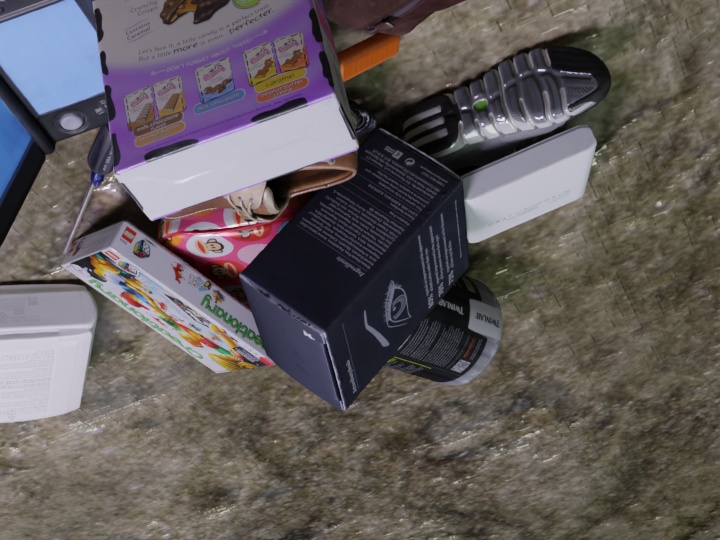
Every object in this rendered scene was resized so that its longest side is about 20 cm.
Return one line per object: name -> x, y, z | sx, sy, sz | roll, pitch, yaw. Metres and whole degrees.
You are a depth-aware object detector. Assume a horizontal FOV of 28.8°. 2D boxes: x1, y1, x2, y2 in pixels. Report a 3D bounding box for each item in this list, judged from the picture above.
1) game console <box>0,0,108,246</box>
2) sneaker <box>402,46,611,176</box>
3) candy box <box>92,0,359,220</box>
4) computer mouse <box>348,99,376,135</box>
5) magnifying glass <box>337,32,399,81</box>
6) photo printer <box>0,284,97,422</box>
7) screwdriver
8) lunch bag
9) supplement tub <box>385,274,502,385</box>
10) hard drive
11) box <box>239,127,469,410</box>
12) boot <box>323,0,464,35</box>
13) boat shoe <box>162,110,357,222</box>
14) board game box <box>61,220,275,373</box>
game console -> -0.265, -0.128, 1.111 | 0.174, 0.117, 0.200 | -18, 149, 7
sneaker -> 0.146, -0.139, 1.309 | 0.198, 0.076, 0.115 | -16, 156, 20
candy box -> -0.105, -0.160, 1.041 | 0.166, 0.202, 0.072 | -18, 148, 8
computer mouse -> -0.075, -0.156, 1.210 | 0.137, 0.053, 0.200 | -18, 159, 10
magnifying glass -> -0.037, -0.156, 1.145 | 0.199, 0.022, 0.080 | -31, 140, -40
photo printer -> -0.365, 0.093, 1.466 | 0.165, 0.070, 0.201 | -3, 147, -18
screwdriver -> -0.247, -0.073, 1.294 | 0.029, 0.028, 0.200 | -29, 163, -35
lunch bag -> -0.119, -0.015, 1.373 | 0.174, 0.083, 0.201 | -6, 150, 5
supplement tub -> 0.049, 0.045, 1.501 | 0.122, 0.123, 0.199 | -35, 143, 31
hard drive -> 0.159, -0.080, 1.362 | 0.131, 0.026, 0.200 | -23, 168, 1
box -> 0.000, 0.000, 1.280 | 0.200, 0.104, 0.149 | -47, 154, -21
boot -> 0.082, -0.244, 1.132 | 0.198, 0.073, 0.166 | 5, 156, -30
boat shoe -> -0.092, -0.081, 1.212 | 0.198, 0.072, 0.076 | -21, 158, 17
board game box -> -0.179, 0.029, 1.352 | 0.199, 0.035, 0.126 | 37, 155, -22
